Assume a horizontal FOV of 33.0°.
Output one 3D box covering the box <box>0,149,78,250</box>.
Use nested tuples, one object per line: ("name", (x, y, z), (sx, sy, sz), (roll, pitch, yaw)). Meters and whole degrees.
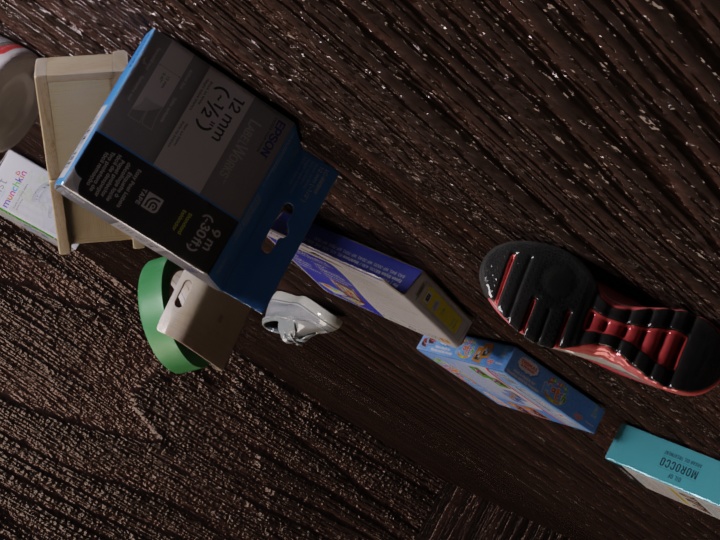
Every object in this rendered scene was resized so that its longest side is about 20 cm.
("box", (-0.545, -0.116, 2.076), (0.175, 0.097, 0.200), (30, 171, -15))

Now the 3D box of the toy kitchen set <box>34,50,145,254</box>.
("toy kitchen set", (-0.210, -0.145, 1.148), (0.161, 0.182, 0.201), (-5, -146, -9))

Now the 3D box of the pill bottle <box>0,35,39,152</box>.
("pill bottle", (-0.438, -0.213, 1.262), (0.199, 0.115, 0.114), (27, 170, 13))

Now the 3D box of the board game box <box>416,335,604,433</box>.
("board game box", (0.175, 0.129, 1.453), (0.151, 0.037, 0.200), (34, 168, -25))

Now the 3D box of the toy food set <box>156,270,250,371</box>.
("toy food set", (-0.256, 0.071, 2.037), (0.060, 0.145, 0.200), (18, 166, 26))

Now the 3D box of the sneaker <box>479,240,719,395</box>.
("sneaker", (0.181, 0.046, 0.940), (0.199, 0.074, 0.087), (27, 171, 13))

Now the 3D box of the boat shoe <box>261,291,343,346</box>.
("boat shoe", (-0.092, 0.081, 1.850), (0.070, 0.072, 0.200), (34, 169, -25))

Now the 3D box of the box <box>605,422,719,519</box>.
("box", (0.384, 0.240, 1.380), (0.199, 0.049, 0.082), (20, 166, 43))

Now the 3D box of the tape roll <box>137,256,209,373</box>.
("tape roll", (-0.312, 0.074, 2.091), (0.048, 0.202, 0.200), (-14, 153, 16))

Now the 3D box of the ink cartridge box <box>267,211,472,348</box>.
("ink cartridge box", (0.000, 0.000, 1.299), (0.197, 0.047, 0.200), (24, 167, 33))

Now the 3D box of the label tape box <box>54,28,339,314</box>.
("label tape box", (-0.121, -0.075, 0.975), (0.199, 0.144, 0.066), (32, 170, -15))
